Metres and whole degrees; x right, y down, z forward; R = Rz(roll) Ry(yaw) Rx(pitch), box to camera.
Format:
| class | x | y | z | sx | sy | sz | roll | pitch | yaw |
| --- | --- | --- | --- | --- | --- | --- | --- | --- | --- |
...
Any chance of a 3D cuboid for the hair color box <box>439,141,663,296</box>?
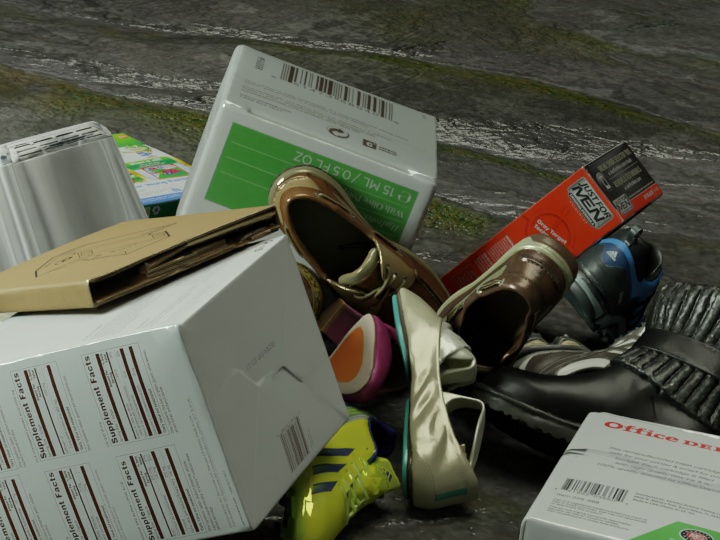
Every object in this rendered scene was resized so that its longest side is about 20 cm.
| class | x | y | z | sx | sy | sz | roll | pitch | yaw |
| --- | --- | --- | --- | --- | --- | --- | --- | --- | --- |
| hair color box | 0.157 | -0.023 | 1.876 | 0.061 | 0.200 | 0.101 | 53 | 33 | 4 |

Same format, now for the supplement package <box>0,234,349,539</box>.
| class | x | y | z | sx | sy | sz | roll | pitch | yaw |
| --- | --- | --- | --- | --- | --- | --- | --- | --- | --- |
| supplement package | -0.146 | 0.089 | 1.454 | 0.199 | 0.148 | 0.191 | -13 | 13 | 24 |

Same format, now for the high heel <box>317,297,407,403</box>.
| class | x | y | z | sx | sy | sz | roll | pitch | yaw |
| --- | --- | --- | --- | --- | --- | --- | --- | --- | --- |
| high heel | 0.017 | 0.082 | 1.695 | 0.096 | 0.067 | 0.200 | 39 | 1 | -14 |

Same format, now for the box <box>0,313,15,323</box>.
| class | x | y | z | sx | sy | sz | roll | pitch | yaw |
| --- | --- | --- | --- | --- | --- | --- | --- | --- | --- |
| box | -0.200 | 0.061 | 1.685 | 0.078 | 0.095 | 0.200 | 17 | 24 | 27 |

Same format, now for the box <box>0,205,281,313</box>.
| class | x | y | z | sx | sy | sz | roll | pitch | yaw |
| --- | --- | --- | --- | --- | --- | --- | --- | --- | --- |
| box | -0.175 | -0.006 | 1.523 | 0.163 | 0.021 | 0.200 | -24 | 12 | -36 |

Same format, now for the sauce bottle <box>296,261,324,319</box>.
| class | x | y | z | sx | sy | sz | roll | pitch | yaw |
| --- | --- | --- | --- | --- | --- | --- | --- | --- | --- |
| sauce bottle | -0.066 | 0.025 | 1.717 | 0.064 | 0.065 | 0.200 | 7 | 2 | 3 |

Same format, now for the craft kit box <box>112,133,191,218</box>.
| class | x | y | z | sx | sy | sz | roll | pitch | yaw |
| --- | --- | --- | --- | --- | --- | --- | --- | --- | --- |
| craft kit box | -0.257 | -0.078 | 2.115 | 0.200 | 0.049 | 0.197 | -11 | 29 | -39 |

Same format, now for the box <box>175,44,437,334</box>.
| class | x | y | z | sx | sy | sz | roll | pitch | yaw |
| --- | --- | --- | --- | --- | --- | --- | --- | --- | --- |
| box | -0.051 | -0.067 | 1.900 | 0.198 | 0.172 | 0.200 | 20 | 20 | -6 |

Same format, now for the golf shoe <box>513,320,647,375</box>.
| class | x | y | z | sx | sy | sz | roll | pitch | yaw |
| --- | --- | --- | --- | --- | --- | --- | --- | --- | --- |
| golf shoe | 0.220 | 0.092 | 1.757 | 0.199 | 0.078 | 0.095 | -8 | 26 | -7 |

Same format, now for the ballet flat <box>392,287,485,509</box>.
| class | x | y | z | sx | sy | sz | roll | pitch | yaw |
| --- | --- | --- | --- | --- | --- | --- | --- | --- | --- |
| ballet flat | 0.061 | 0.093 | 1.631 | 0.069 | 0.070 | 0.200 | 3 | 50 | -7 |

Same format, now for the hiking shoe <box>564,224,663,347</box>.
| class | x | y | z | sx | sy | sz | roll | pitch | yaw |
| --- | --- | --- | --- | --- | --- | --- | --- | --- | --- |
| hiking shoe | 0.228 | 0.018 | 1.849 | 0.074 | 0.087 | 0.200 | 53 | 6 | 16 |

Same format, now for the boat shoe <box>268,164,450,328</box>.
| class | x | y | z | sx | sy | sz | roll | pitch | yaw |
| --- | --- | --- | --- | --- | --- | --- | --- | --- | --- |
| boat shoe | 0.000 | 0.000 | 1.777 | 0.200 | 0.076 | 0.074 | 42 | 10 | -13 |

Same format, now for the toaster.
| class | x | y | z | sx | sy | sz | roll | pitch | yaw |
| --- | --- | --- | --- | --- | --- | --- | --- | --- | --- |
| toaster | -0.276 | -0.048 | 1.868 | 0.113 | 0.130 | 0.200 | -16 | 4 | 39 |

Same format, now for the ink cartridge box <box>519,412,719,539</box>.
| class | x | y | z | sx | sy | sz | roll | pitch | yaw |
| --- | --- | --- | --- | --- | --- | --- | --- | --- | --- |
| ink cartridge box | 0.199 | 0.181 | 1.485 | 0.146 | 0.084 | 0.200 | 12 | 21 | 16 |

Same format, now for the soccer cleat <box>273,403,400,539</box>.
| class | x | y | z | sx | sy | sz | roll | pitch | yaw |
| --- | --- | --- | --- | --- | --- | --- | --- | --- | --- |
| soccer cleat | -0.013 | 0.149 | 1.545 | 0.083 | 0.065 | 0.200 | 13 | 21 | 2 |

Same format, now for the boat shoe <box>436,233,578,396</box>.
| class | x | y | z | sx | sy | sz | roll | pitch | yaw |
| --- | --- | --- | --- | --- | --- | --- | --- | --- | --- |
| boat shoe | 0.093 | 0.049 | 1.697 | 0.075 | 0.202 | 0.075 | 36 | 48 | 4 |

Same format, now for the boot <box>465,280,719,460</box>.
| class | x | y | z | sx | sy | sz | roll | pitch | yaw |
| --- | --- | --- | --- | --- | --- | --- | --- | --- | --- |
| boot | 0.201 | 0.075 | 1.663 | 0.211 | 0.158 | 0.079 | 18 | -17 | 13 |

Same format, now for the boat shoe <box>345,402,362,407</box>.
| class | x | y | z | sx | sy | sz | roll | pitch | yaw |
| --- | --- | --- | --- | --- | --- | --- | --- | --- | --- |
| boat shoe | -0.093 | 0.087 | 1.673 | 0.200 | 0.064 | 0.071 | 23 | 11 | -26 |
